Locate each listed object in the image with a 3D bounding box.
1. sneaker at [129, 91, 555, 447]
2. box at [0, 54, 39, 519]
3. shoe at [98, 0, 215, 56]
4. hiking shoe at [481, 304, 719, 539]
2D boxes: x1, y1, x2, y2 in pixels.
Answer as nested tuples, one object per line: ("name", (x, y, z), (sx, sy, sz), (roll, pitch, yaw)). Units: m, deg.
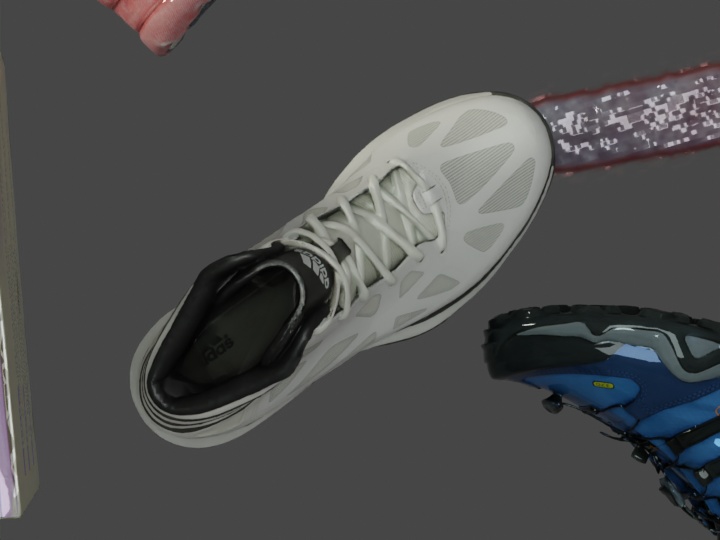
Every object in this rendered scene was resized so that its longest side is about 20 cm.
("sneaker", (0.000, 0.001, 1.020), (0.200, 0.115, 0.076), (-38, 91, -6))
("box", (-0.173, 0.002, 0.962), (0.096, 0.200, 0.177), (-5, 89, -6))
("shoe", (-0.042, -0.181, 1.050), (0.091, 0.071, 0.200), (44, 88, -6))
("hiking shoe", (0.140, 0.067, 1.051), (0.199, 0.074, 0.087), (15, 86, -5))
